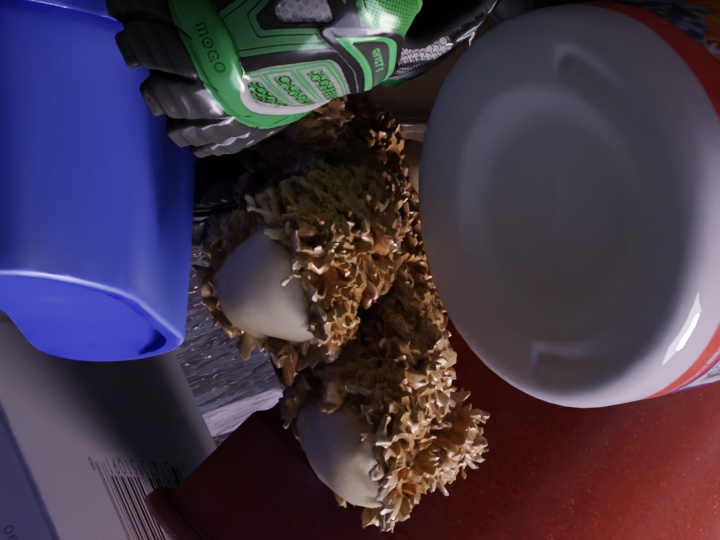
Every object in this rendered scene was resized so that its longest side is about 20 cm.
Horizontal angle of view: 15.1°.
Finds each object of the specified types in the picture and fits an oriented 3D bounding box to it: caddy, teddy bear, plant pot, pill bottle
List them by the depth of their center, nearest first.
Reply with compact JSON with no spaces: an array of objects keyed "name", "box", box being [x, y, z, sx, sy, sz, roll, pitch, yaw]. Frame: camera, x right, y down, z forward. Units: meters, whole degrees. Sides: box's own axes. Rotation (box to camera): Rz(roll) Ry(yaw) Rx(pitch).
[{"name":"caddy","box":[-0.118,-0.036,0.762,0.141,0.105,0.200,0,170,6]},{"name":"pill bottle","box":[0.123,-0.028,0.800,0.200,0.112,0.111,-10,162,-42]},{"name":"teddy bear","box":[0.000,0.000,0.803,0.067,0.145,0.200,-28,178,9]},{"name":"plant pot","box":[0.064,0.068,0.940,0.195,0.201,0.201,-50,167,-1]}]

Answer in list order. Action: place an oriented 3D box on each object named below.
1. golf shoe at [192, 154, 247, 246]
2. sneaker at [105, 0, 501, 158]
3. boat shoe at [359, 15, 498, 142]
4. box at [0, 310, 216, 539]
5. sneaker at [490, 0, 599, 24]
[{"name":"golf shoe","box":[-0.010,-0.060,0.971,0.200,0.078,0.094,-15,-176,-33]},{"name":"sneaker","box":[0.016,-0.086,0.734,0.085,0.078,0.200,-16,-165,29]},{"name":"boat shoe","box":[0.073,-0.097,0.923,0.200,0.071,0.065,-29,180,-24]},{"name":"box","box":[-0.143,0.083,0.990,0.131,0.200,0.199,-28,168,13]},{"name":"sneaker","box":[0.124,-0.122,0.867,0.200,0.091,0.066,-23,169,-2]}]
